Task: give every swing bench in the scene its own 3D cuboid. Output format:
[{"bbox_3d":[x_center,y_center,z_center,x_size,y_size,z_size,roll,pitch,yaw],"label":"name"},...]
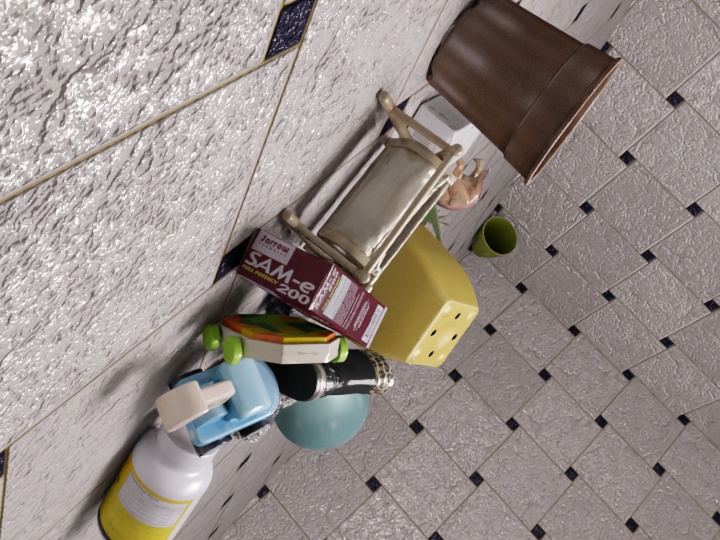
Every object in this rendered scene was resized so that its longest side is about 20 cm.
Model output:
[{"bbox_3d":[0.022,-0.085,1.032,0.200,0.129,0.200,-52,171,-4],"label":"swing bench"}]

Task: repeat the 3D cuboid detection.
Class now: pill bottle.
[{"bbox_3d":[-0.266,0.282,1.082,0.201,0.112,0.112,-56,170,25],"label":"pill bottle"}]

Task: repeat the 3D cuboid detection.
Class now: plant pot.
[{"bbox_3d":[0.066,0.044,1.274,0.197,0.200,0.193,-55,148,12],"label":"plant pot"},{"bbox_3d":[-0.081,0.220,1.566,0.201,0.199,0.162,-47,159,-26],"label":"plant pot"},{"bbox_3d":[0.208,-0.255,1.085,0.201,0.197,0.200,-50,172,-10],"label":"plant pot"},{"bbox_3d":[0.618,-0.138,3.880,0.187,0.187,0.200,-47,-175,-26],"label":"plant pot"}]

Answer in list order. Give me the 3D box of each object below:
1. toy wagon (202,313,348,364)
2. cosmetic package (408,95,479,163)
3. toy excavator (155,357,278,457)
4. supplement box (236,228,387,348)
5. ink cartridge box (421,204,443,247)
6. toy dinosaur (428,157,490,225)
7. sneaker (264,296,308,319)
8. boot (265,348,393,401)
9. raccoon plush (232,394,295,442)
[{"bbox_3d":[-0.115,0.081,1.004,0.153,0.199,0.040,3,97,-32],"label":"toy wagon"},{"bbox_3d":[0.133,-0.217,1.267,0.102,0.074,0.200,-57,169,33],"label":"cosmetic package"},{"bbox_3d":[-0.166,0.147,0.949,0.193,0.101,0.200,-18,166,-36],"label":"toy excavator"},{"bbox_3d":[-0.051,0.026,0.967,0.062,0.108,0.200,-62,154,-7],"label":"supplement box"},{"bbox_3d":[0.093,-0.024,1.452,0.047,0.148,0.199,11,152,-37],"label":"ink cartridge box"},{"bbox_3d":[0.167,-0.141,1.508,0.085,0.198,0.138,9,82,-52],"label":"toy dinosaur"},{"bbox_3d":[-0.093,0.042,1.152,0.081,0.074,0.201,-44,167,-19],"label":"sneaker"},{"bbox_3d":[-0.066,0.131,1.132,0.152,0.202,0.075,5,98,-40],"label":"boot"},{"bbox_3d":[-0.168,0.212,1.279,0.134,0.097,0.200,-43,176,30],"label":"raccoon plush"}]
